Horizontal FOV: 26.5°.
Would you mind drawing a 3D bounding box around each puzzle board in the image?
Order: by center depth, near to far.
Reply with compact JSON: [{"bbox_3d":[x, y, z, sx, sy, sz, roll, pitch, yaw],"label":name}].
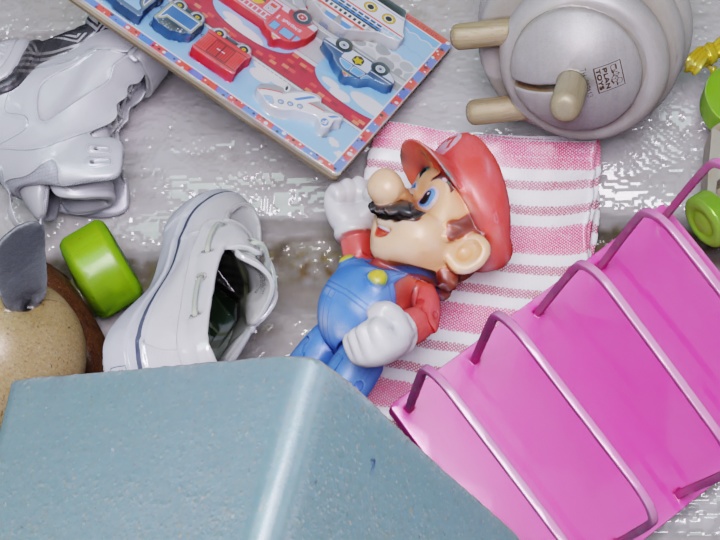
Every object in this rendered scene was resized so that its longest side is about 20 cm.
[{"bbox_3d":[-0.058,-0.155,0.928,0.199,0.017,0.151,35,51,6],"label":"puzzle board"}]

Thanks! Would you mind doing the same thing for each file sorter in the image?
[{"bbox_3d":[0.138,0.057,0.789,0.199,0.126,0.139,-35,78,-13],"label":"file sorter"}]

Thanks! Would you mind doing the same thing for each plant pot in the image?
[{"bbox_3d":[-0.068,0.179,0.699,0.194,0.196,0.202,-6,54,35],"label":"plant pot"}]

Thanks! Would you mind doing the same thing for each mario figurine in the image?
[{"bbox_3d":[0.000,0.000,0.837,0.123,0.106,0.201,34,79,23],"label":"mario figurine"}]

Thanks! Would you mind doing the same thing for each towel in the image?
[{"bbox_3d":[0.062,0.008,0.891,0.145,0.030,0.202,5,68,10],"label":"towel"}]

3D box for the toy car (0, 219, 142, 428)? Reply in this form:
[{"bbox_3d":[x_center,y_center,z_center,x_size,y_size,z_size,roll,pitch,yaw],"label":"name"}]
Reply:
[{"bbox_3d":[-0.198,0.036,0.820,0.163,0.200,0.159,-30,67,-6],"label":"toy car"}]

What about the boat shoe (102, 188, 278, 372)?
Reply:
[{"bbox_3d":[-0.075,0.013,0.842,0.066,0.074,0.201,-13,28,19],"label":"boat shoe"}]

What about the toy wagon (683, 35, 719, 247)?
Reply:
[{"bbox_3d":[0.260,-0.054,0.878,0.154,0.040,0.201,-31,66,-17],"label":"toy wagon"}]

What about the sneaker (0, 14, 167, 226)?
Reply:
[{"bbox_3d":[-0.151,-0.104,0.946,0.199,0.075,0.116,-28,76,-12],"label":"sneaker"}]

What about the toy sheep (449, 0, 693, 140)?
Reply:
[{"bbox_3d":[0.126,-0.138,0.886,0.136,0.139,0.201,7,40,10],"label":"toy sheep"}]
